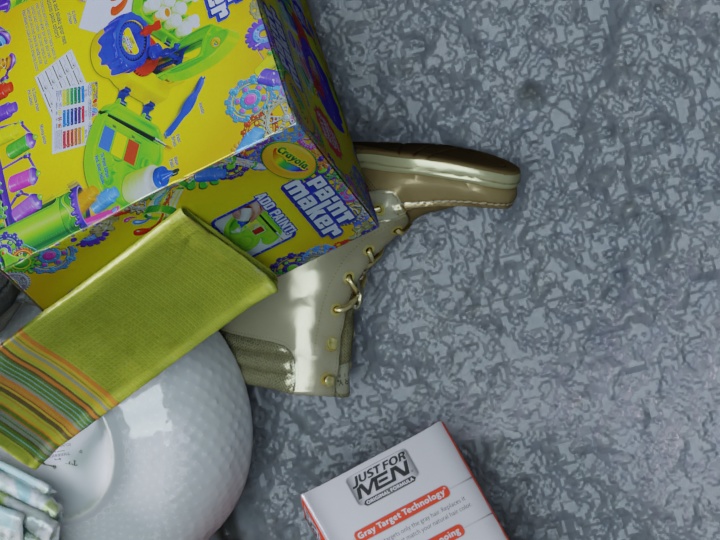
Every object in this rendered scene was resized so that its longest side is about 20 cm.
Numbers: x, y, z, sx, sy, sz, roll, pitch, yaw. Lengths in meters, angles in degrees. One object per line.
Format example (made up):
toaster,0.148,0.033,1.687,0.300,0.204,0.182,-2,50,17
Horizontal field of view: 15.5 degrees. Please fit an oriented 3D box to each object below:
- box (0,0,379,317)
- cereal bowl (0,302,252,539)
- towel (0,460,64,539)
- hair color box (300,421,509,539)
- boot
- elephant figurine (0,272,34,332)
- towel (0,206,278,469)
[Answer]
box,-0.119,-0.088,1.556,0.192,0.122,0.200,-26,52,11
cereal bowl,-0.172,0.099,1.628,0.200,0.083,0.200,6,105,24
towel,-0.271,0.163,1.634,0.200,0.048,0.171,22,141,15
hair color box,0.054,0.204,1.598,0.101,0.061,0.200,-27,74,-7
boot,0.000,0.000,1.618,0.200,0.073,0.156,1,95,13
elephant figurine,-0.244,0.004,1.561,0.200,0.141,0.155,-13,66,40
towel,-0.147,0.042,1.520,0.200,0.018,0.086,-36,132,22
